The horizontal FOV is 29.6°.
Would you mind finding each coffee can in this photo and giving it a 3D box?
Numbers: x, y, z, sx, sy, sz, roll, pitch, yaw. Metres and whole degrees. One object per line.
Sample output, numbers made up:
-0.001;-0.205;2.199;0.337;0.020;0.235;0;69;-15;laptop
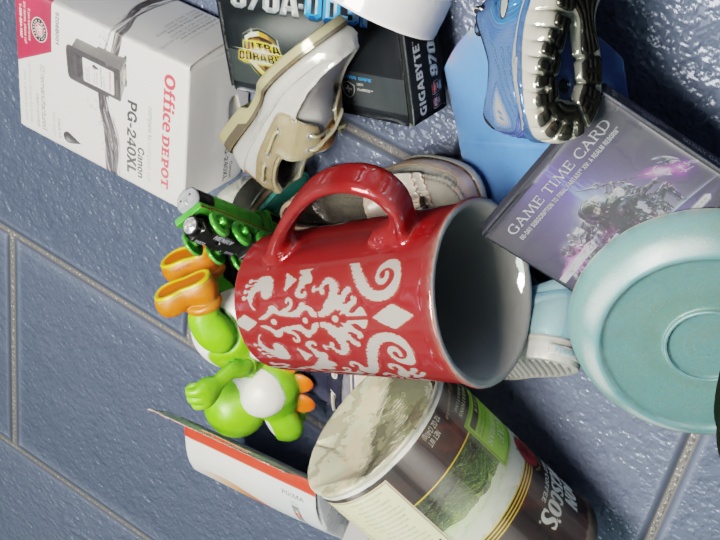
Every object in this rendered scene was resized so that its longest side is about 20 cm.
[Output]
0.075;0.184;1.113;0.200;0.147;0.146;43;139;-19;coffee can

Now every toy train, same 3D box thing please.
-0.082;-0.024;1.125;0.042;0.199;0.057;-33;60;22;toy train

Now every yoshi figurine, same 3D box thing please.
-0.124;0.080;1.214;0.111;0.112;0.201;13;140;52;yoshi figurine

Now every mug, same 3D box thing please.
0.007;-0.001;1.023;0.198;0.133;0.180;-4;105;39;mug

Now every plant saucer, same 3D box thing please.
0.245;0.046;0.956;0.198;0.028;0.202;6;128;8;plant saucer

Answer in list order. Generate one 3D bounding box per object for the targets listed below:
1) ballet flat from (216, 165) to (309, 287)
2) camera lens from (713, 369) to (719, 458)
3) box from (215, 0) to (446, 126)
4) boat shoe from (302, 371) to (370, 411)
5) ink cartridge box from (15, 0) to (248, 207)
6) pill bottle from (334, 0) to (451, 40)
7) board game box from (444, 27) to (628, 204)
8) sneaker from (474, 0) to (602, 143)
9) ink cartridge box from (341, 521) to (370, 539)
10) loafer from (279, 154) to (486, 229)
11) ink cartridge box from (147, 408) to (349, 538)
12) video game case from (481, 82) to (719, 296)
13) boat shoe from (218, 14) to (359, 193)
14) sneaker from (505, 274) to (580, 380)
-0.102;-0.036;1.212;0.068;0.068;0.201;45;137;22;ballet flat
0.331;0.083;0.839;0.198;0.161;0.161;19;131;1;camera lens
-0.029;-0.205;1.038;0.199;0.046;0.161;18;128;38;box
-0.009;0.050;1.185;0.092;0.074;0.202;28;131;30;boat shoe
-0.200;-0.165;1.190;0.199;0.083;0.146;27;131;23;ink cartridge box
0.049;-0.257;0.862;0.113;0.114;0.201;33;110;17;pill bottle
0.143;-0.097;0.994;0.157;0.039;0.202;8;120;43;board game box
0.111;-0.183;0.888;0.089;0.078;0.203;3;82;51;sneaker
0.022;0.271;1.274;0.068;0.116;0.201;35;135;15;ink cartridge box
0.014;-0.048;1.087;0.199;0.063;0.073;2;113;50;loafer
-0.100;0.196;1.289;0.161;0.200;0.051;20;84;27;ink cartridge box
0.204;-0.024;0.939;0.199;0.019;0.143;31;127;-11;video game case
-0.042;-0.121;1.021;0.069;0.075;0.200;52;152;1;boat shoe
0.115;0.041;1.097;0.073;0.083;0.199;23;165;-31;sneaker
